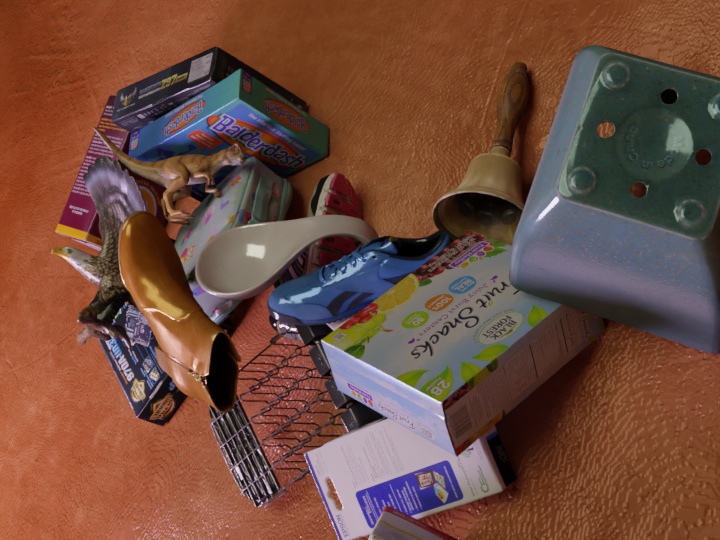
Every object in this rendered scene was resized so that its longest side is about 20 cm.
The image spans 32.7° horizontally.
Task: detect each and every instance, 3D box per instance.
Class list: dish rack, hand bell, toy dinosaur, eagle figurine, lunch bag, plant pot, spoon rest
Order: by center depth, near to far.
[{"bbox_3d":[0.228,-0.069,0.961,0.193,0.200,0.199,18,83,14],"label":"plant pot"},{"bbox_3d":[0.142,-0.128,1.233,0.103,0.104,0.202,-14,49,40],"label":"hand bell"},{"bbox_3d":[-0.077,-0.020,1.280,0.197,0.061,0.100,-10,45,-1],"label":"spoon rest"},{"bbox_3d":[-0.074,0.150,1.291,0.200,0.054,0.155,-40,67,32],"label":"dish rack"},{"bbox_3d":[-0.152,-0.031,1.426,0.160,0.077,0.201,-39,26,30],"label":"lunch bag"},{"bbox_3d":[-0.219,-0.112,1.439,0.197,0.060,0.108,0,80,17],"label":"toy dinosaur"},{"bbox_3d":[-0.299,-0.018,1.488,0.150,0.151,0.203,0,66,39],"label":"eagle figurine"}]

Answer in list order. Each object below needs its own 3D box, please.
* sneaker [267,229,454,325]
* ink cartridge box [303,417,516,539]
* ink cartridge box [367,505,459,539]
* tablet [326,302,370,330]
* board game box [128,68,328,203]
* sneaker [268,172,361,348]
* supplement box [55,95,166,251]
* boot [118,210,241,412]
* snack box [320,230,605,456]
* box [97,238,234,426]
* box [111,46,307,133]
[{"bbox_3d":[0.000,0.000,1.220,0.197,0.079,0.066,-10,36,3],"label":"sneaker"},{"bbox_3d":[0.044,0.185,1.162,0.198,0.039,0.101,-25,87,33],"label":"ink cartridge box"},{"bbox_3d":[0.020,0.292,1.044,0.083,0.200,0.147,26,88,6],"label":"ink cartridge box"},{"bbox_3d":[0.051,0.051,1.212,0.129,0.014,0.200,-27,37,-22],"label":"tablet"},{"bbox_3d":[-0.160,-0.152,1.480,0.199,0.151,0.046,-24,53,36],"label":"board game box"},{"bbox_3d":[-0.058,-0.012,1.367,0.087,0.073,0.203,0,75,38],"label":"sneaker"},{"bbox_3d":[-0.311,-0.120,1.648,0.085,0.110,0.202,14,81,47],"label":"supplement box"},{"bbox_3d":[-0.182,0.042,1.284,0.143,0.070,0.204,18,126,52],"label":"boot"},{"bbox_3d":[0.093,0.058,1.108,0.199,0.068,0.168,-36,36,-25],"label":"snack box"},{"bbox_3d":[-0.253,0.070,1.544,0.160,0.046,0.200,-53,43,12],"label":"box"},{"bbox_3d":[-0.189,-0.197,1.528,0.198,0.157,0.052,-13,61,42],"label":"box"}]
